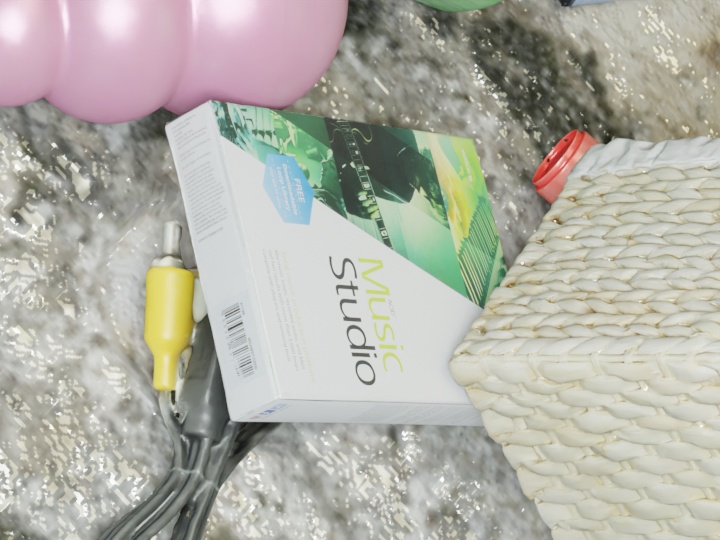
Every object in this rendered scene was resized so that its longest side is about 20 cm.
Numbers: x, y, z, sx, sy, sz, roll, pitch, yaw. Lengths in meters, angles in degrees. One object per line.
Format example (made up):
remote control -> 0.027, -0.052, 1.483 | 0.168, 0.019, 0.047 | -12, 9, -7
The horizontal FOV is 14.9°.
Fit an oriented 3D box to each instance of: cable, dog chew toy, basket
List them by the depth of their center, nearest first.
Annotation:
cable -> -0.078, 0.082, 1.269 | 0.097, 0.050, 0.201 | 31, 68, -38
dog chew toy -> -0.108, -0.124, 1.276 | 0.199, 0.125, 0.125 | -9, 75, -27
basket -> 0.179, 0.057, 1.307 | 0.161, 0.199, 0.199 | -48, 119, -31

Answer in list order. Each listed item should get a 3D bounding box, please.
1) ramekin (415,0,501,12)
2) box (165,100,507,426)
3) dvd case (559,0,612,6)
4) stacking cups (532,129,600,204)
ramekin -> 0.045, -0.227, 1.368 | 0.097, 0.200, 0.201 | 22, 60, -31
box -> 0.000, 0.000, 1.305 | 0.199, 0.036, 0.145 | 5, 67, -52
dvd case -> 0.212, -0.205, 1.493 | 0.199, 0.143, 0.018 | -11, 58, -35
stacking cups -> 0.179, 0.000, 1.438 | 0.200, 0.060, 0.061 | 42, 54, -10
